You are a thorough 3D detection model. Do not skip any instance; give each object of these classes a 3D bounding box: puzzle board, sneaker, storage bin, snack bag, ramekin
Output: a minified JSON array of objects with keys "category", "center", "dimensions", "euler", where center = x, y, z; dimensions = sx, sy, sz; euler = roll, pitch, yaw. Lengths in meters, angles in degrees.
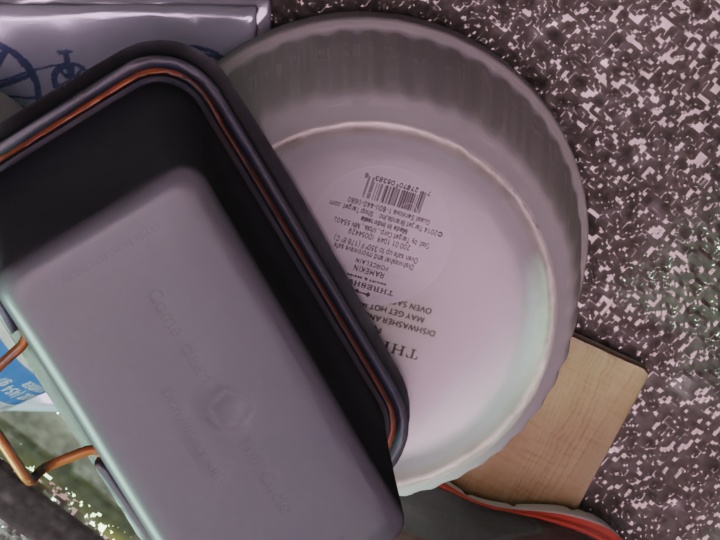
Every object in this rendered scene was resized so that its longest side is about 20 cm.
[{"category":"puzzle board","center":[0.022,0.098,1.114],"dimensions":[0.150,0.017,0.201],"euler":[24,110,-6]},{"category":"sneaker","center":[0.028,0.134,1.074],"dimensions":[0.198,0.082,0.078],"euler":[6,110,0]},{"category":"storage bin","center":[-0.070,0.036,0.888],"dimensions":[0.145,0.134,0.201],"euler":[-30,106,0]},{"category":"snack bag","center":[-0.129,-0.025,1.076],"dimensions":[0.187,0.021,0.202],"euler":[0,109,4]},{"category":"ramekin","center":[0.000,0.000,1.011],"dimensions":[0.198,0.105,0.202],"euler":[0,108,0]}]

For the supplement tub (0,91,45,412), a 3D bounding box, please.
[{"category":"supplement tub","center":[-0.216,0.018,1.017],"dimensions":[0.199,0.132,0.133],"euler":[-25,107,12]}]
